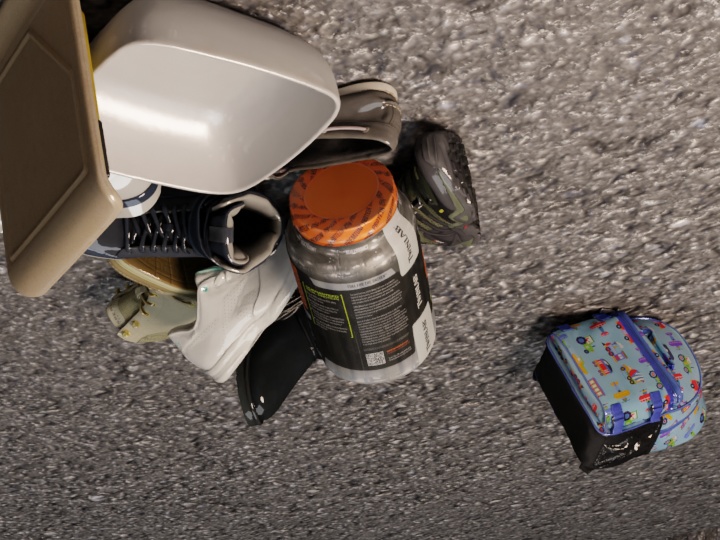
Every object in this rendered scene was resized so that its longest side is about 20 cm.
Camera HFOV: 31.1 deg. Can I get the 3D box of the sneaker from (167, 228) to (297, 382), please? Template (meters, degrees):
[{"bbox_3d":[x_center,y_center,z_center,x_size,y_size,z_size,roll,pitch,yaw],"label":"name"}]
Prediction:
[{"bbox_3d":[-0.117,0.015,1.274,0.088,0.075,0.201,35,107,-8],"label":"sneaker"}]

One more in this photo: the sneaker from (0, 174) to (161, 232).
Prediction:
[{"bbox_3d":[-0.277,-0.089,1.137,0.197,0.077,0.081,-9,144,2],"label":"sneaker"}]

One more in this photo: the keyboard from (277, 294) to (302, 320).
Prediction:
[{"bbox_3d":[-0.054,0.002,1.348,0.198,0.021,0.127,-29,152,7],"label":"keyboard"}]

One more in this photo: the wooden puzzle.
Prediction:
[{"bbox_3d":[-0.227,-0.104,0.942,0.037,0.203,0.185,-5,162,-36],"label":"wooden puzzle"}]

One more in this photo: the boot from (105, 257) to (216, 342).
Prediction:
[{"bbox_3d":[-0.223,0.018,1.364,0.154,0.073,0.199,-26,153,33],"label":"boot"}]

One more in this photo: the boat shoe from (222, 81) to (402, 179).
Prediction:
[{"bbox_3d":[-0.057,-0.110,1.122,0.198,0.058,0.067,-15,155,23],"label":"boat shoe"}]

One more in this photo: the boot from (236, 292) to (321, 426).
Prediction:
[{"bbox_3d":[-0.042,0.081,1.417,0.166,0.201,0.077,-8,124,13],"label":"boot"}]

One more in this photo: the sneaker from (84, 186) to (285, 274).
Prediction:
[{"bbox_3d":[-0.166,-0.040,1.169,0.199,0.078,0.146,-6,-167,-15],"label":"sneaker"}]

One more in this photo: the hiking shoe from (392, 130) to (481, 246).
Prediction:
[{"bbox_3d":[0.058,-0.065,1.220,0.099,0.077,0.200,-11,157,7],"label":"hiking shoe"}]

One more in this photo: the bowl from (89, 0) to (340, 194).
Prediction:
[{"bbox_3d":[-0.135,-0.142,1.016,0.198,0.076,0.199,12,151,-32],"label":"bowl"}]

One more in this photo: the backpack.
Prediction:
[{"bbox_3d":[0.341,0.137,1.615,0.197,0.184,0.135,-12,143,-16],"label":"backpack"}]

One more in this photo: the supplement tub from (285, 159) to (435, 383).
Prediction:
[{"bbox_3d":[0.000,0.000,1.193,0.121,0.124,0.201,-7,136,7],"label":"supplement tub"}]
